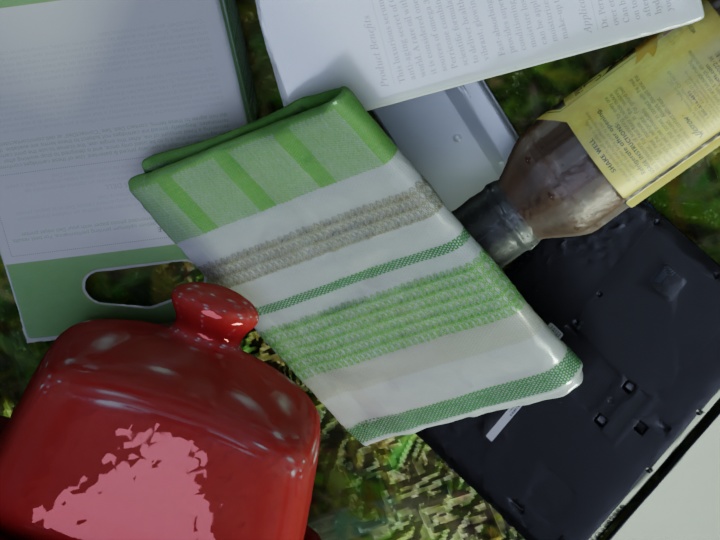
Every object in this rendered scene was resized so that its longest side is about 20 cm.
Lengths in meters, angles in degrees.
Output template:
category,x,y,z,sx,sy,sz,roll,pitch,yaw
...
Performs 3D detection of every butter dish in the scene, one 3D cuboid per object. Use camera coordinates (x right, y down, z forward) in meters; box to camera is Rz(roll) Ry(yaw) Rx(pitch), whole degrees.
category,x,y,z,sx,sy,sz,roll,pitch,yaw
butter dish,-0.092,0.077,1.024,0.199,0.200,0.148,21,99,-3

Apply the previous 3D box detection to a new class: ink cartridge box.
category,x,y,z,sx,sy,sz,roll,pitch,yaw
ink cartridge box,-0.122,-0.065,1.047,0.145,0.048,0.200,-7,124,7

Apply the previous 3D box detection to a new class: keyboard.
category,x,y,z,sx,sy,sz,roll,pitch,yaw
keyboard,0.017,-0.112,1.039,0.056,0.011,0.200,-29,105,18

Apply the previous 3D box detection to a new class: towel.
category,x,y,z,sx,sy,sz,roll,pitch,yaw
towel,0.000,0.000,1.017,0.149,0.031,0.200,-18,124,37

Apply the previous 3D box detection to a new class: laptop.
category,x,y,z,sx,sy,sz,roll,pitch,yaw
laptop,0.157,0.072,1.092,0.200,0.103,0.177,43,108,16

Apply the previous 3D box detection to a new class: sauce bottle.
category,x,y,z,sx,sy,sz,roll,pitch,yaw
sauce bottle,0.120,-0.061,1.014,0.200,0.065,0.065,-35,103,10

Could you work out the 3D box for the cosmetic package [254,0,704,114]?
category,x,y,z,sx,sy,sz,roll,pitch,yaw
cosmetic package,0.050,-0.145,0.983,0.200,0.071,0.102,-14,107,4
